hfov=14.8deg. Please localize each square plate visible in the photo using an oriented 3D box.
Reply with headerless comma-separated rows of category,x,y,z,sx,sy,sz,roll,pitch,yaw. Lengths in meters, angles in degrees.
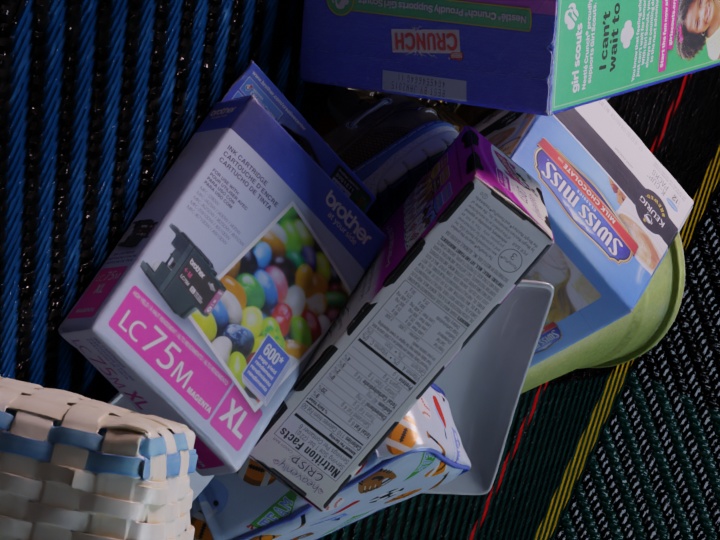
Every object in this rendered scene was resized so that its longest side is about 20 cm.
square plate,0.007,0.067,1.792,0.028,0.198,0.200,-99,-163,-46

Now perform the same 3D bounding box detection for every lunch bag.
lunch bag,-0.036,0.129,1.739,0.200,0.076,0.160,-23,167,9

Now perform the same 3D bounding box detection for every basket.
basket,-0.156,0.154,1.278,0.139,0.176,0.200,25,79,-81

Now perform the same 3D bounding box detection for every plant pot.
plant pot,0.113,0.013,2.100,0.184,0.200,0.201,-30,146,-47

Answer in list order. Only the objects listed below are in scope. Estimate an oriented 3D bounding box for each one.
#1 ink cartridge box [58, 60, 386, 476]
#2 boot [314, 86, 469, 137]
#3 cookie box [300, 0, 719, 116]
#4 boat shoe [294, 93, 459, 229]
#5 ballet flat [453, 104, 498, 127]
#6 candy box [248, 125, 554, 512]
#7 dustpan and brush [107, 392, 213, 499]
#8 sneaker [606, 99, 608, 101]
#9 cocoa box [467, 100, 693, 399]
ink cartridge box,-0.063,-0.005,1.487,0.042,0.119,0.200,-10,-139,50
boot,0.007,-0.068,1.754,0.107,0.075,0.200,-59,164,15
cookie box,0.091,-0.147,1.578,0.200,0.171,0.075,-20,116,-52
boat shoe,-0.034,-0.035,1.604,0.200,0.072,0.072,-30,146,-21
ballet flat,0.068,-0.077,1.956,0.200,0.068,0.072,122,-27,-47
candy box,0.020,0.025,1.541,0.200,0.061,0.136,-49,-171,12
dustpan and brush,-0.102,0.071,1.560,0.200,0.057,0.139,-46,160,24
sneaker,0.122,-0.158,1.852,0.078,0.100,0.200,-33,155,23
cocoa box,0.093,-0.015,1.841,0.200,0.133,0.131,-32,-165,40
